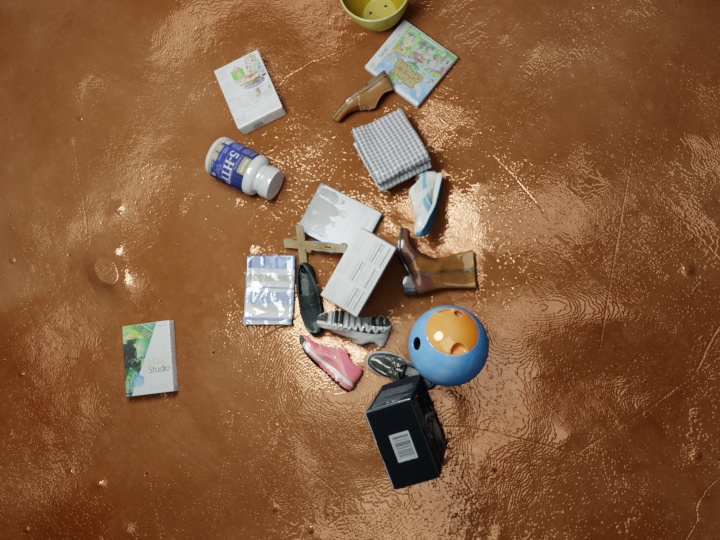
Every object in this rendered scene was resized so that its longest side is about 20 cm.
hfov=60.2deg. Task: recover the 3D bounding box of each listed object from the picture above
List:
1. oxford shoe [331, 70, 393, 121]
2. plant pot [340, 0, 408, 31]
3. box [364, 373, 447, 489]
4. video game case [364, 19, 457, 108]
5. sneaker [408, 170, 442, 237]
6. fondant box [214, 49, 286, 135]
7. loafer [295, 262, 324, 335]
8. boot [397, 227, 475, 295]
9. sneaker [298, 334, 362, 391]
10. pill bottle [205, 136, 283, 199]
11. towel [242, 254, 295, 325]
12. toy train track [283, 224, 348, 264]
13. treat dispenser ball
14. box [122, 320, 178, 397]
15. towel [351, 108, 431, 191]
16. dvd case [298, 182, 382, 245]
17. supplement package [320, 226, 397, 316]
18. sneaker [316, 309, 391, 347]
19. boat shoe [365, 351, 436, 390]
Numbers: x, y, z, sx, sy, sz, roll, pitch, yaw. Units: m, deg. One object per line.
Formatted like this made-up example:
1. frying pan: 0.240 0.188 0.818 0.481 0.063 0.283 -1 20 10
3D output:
1. oxford shoe: 0.005 -0.476 1.755 0.200 0.071 0.071 -34 104 11
2. plant pot: 0.048 -0.758 1.751 0.199 0.142 0.201 -1 81 8
3. box: 0.117 0.387 1.514 0.123 0.197 0.201 -20 93 14
4. video game case: 0.144 -0.592 1.773 0.200 0.022 0.182 40 89 12
5. sneaker: 0.167 -0.179 1.672 0.080 0.077 0.201 10 63 12
6. fondant box: -0.321 -0.519 1.812 0.144 0.058 0.201 -25 80 4
7. loafer: -0.143 0.077 1.689 0.068 0.070 0.202 -12 81 6
8. boot: 0.203 -0.034 1.658 0.199 0.068 0.189 -9 78 5
9. sneaker: -0.079 0.232 1.667 0.200 0.074 0.087 42 75 8
10. pill bottle: -0.323 -0.282 1.745 0.199 0.120 0.120 27 86 11
11. towel: -0.255 0.054 1.730 0.146 0.024 0.201 1 82 10
12. toy train track: -0.120 -0.071 1.711 0.199 0.033 0.115 6 113 26
13. treat dispenser ball: 0.220 0.188 1.552 0.200 0.201 0.202 -1 81 8
14. box: -0.592 0.247 1.747 0.143 0.036 0.201 -8 79 7
15. towel: 0.080 -0.335 1.692 0.165 0.086 0.201 -28 65 3
16. dvd case: -0.059 -0.136 1.733 0.199 0.025 0.151 28 86 11
17. supplement package: 0.000 0.000 1.620 0.111 0.156 0.201 31 95 3
18. sneaker: -0.020 0.158 1.651 0.199 0.075 0.081 9 121 4
19. boat shoe: 0.108 0.261 1.631 0.199 0.057 0.069 18 85 10
